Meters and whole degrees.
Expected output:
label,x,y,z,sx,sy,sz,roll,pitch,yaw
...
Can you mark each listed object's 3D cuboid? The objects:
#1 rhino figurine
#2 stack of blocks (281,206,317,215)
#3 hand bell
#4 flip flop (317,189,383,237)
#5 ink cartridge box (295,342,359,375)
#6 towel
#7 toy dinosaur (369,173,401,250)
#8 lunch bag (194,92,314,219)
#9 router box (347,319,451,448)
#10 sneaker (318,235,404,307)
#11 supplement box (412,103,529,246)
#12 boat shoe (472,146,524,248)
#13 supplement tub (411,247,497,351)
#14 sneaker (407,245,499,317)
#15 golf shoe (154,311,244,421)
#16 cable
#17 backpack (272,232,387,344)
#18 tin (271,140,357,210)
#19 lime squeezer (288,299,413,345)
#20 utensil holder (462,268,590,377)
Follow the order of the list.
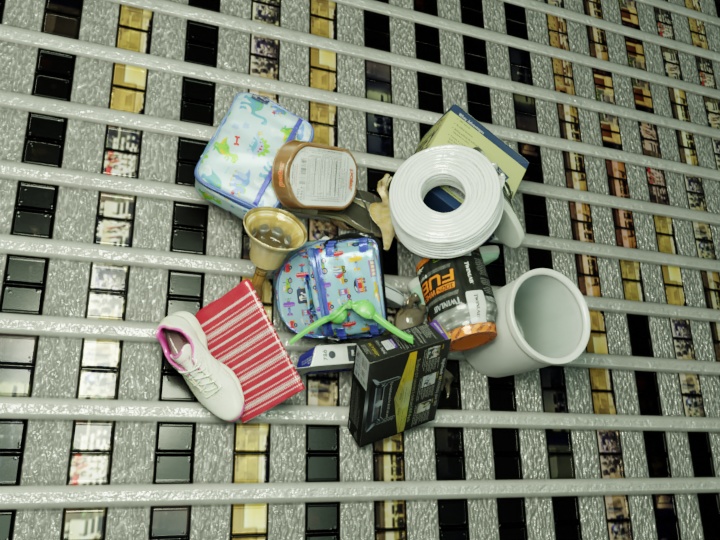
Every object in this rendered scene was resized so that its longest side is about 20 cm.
label,x,y,z,sx,sy,sz,roll,pitch,yaw
rhino figurine,0.120,0.148,1.233,0.087,0.059,0.202,-33,105,-38
stack of blocks,-0.163,-0.181,1.210,0.197,0.059,0.117,11,69,-7
hand bell,-0.165,0.006,1.100,0.103,0.201,0.105,16,37,-12
flip flop,-0.034,-0.112,1.268,0.197,0.058,0.082,14,63,0
ink cartridge box,-0.035,0.152,1.153,0.197,0.099,0.040,-2,74,-24
towel,-0.186,0.130,1.087,0.202,0.144,0.022,61,27,6
toy dinosaur,0.058,-0.083,1.223,0.100,0.058,0.202,23,44,-24
lunch bag,-0.176,-0.190,1.137,0.159,0.083,0.202,28,69,-4
router box,0.063,0.192,1.131,0.155,0.202,0.052,-13,40,-25
sneaker,0.000,0.000,1.230,0.198,0.073,0.071,29,72,-10
supplement box,0.193,-0.174,1.332,0.199,0.134,0.201,35,64,-9
boat shoe,0.251,-0.139,1.230,0.063,0.071,0.202,-30,86,-26
supplement tub,0.169,0.032,1.183,0.121,0.123,0.203,-3,64,-23
sneaker,0.201,0.036,1.292,0.198,0.074,0.119,-26,78,-11
golf shoe,-0.259,0.158,1.057,0.075,0.092,0.201,-38,86,5
cable,0.145,-0.119,1.145,0.197,0.069,0.203,4,66,12
backpack,-0.057,0.033,1.129,0.197,0.135,0.186,-4,94,5
tin,-0.071,-0.158,1.136,0.199,0.041,0.114,-6,105,-55
lime squeezer,-0.017,0.079,1.049,0.197,0.071,0.038,-2,32,4
utensil holder,0.296,0.107,1.247,0.167,0.200,0.173,7,70,-20
